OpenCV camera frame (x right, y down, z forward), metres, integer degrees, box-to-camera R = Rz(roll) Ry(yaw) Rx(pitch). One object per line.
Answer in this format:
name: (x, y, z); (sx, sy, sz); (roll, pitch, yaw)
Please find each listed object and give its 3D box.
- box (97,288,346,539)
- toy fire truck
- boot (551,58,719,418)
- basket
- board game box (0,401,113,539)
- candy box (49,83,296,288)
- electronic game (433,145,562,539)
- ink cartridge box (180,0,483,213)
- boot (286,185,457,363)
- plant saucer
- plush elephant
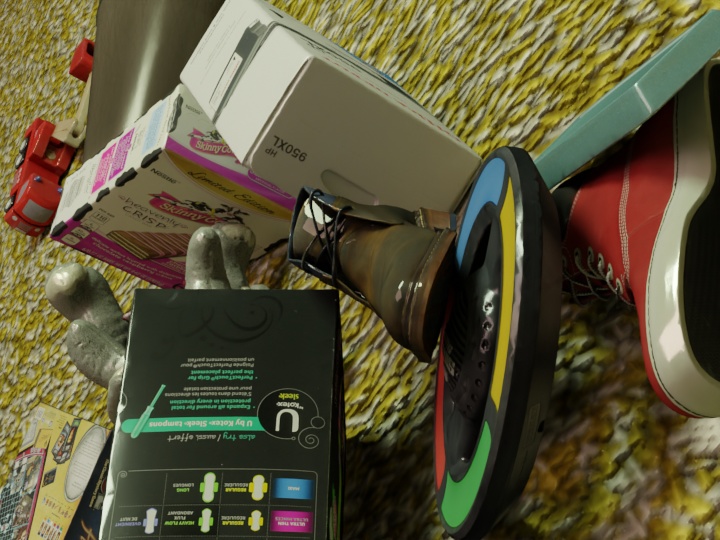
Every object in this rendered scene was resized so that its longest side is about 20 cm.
box: (-0.071, 0.131, 0.888); (0.149, 0.123, 0.201); (88, -178, -49)
toy fire truck: (-0.339, -0.150, 1.799); (0.141, 0.049, 0.201); (-39, 35, 40)
boot: (0.132, 0.009, 0.758); (0.144, 0.072, 0.201); (-40, 26, 40)
basket: (-0.179, -0.149, 1.416); (0.180, 0.135, 0.202); (-39, 38, 47)
board game box: (-0.257, 0.191, 1.345); (0.200, 0.034, 0.137); (6, 71, 63)
candy box: (-0.138, -0.055, 1.238); (0.200, 0.136, 0.061); (-30, 42, 50)
electronic game: (0.063, 0.037, 0.808); (0.200, 0.041, 0.202); (-173, 90, -83)
ink cartridge box: (-0.024, -0.102, 1.059); (0.085, 0.144, 0.200); (-57, 27, 10)
boot: (0.000, 0.000, 0.851); (0.200, 0.096, 0.075); (-70, -8, -81)
plant saucer: (0.128, -0.079, 0.799); (0.070, 0.019, 0.200); (-44, 2, -15)
plush elephant: (-0.107, 0.045, 1.072); (0.155, 0.163, 0.202); (-45, 57, 58)
